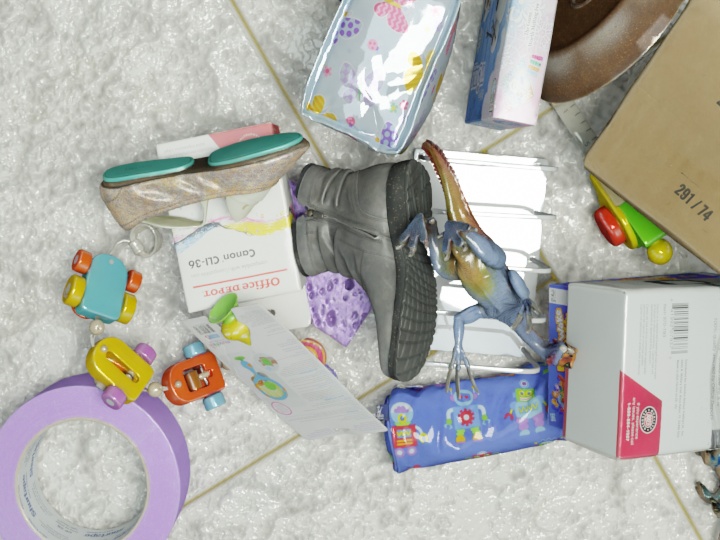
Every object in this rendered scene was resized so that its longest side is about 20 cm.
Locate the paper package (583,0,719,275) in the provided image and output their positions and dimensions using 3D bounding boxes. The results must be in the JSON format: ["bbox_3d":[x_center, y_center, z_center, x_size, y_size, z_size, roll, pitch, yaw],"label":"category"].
[{"bbox_3d":[0.323,-0.112,0.912,0.199,0.103,0.192,38,112,12],"label":"paper package"}]

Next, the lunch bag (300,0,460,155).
[{"bbox_3d":[0.028,-0.219,0.975,0.125,0.170,0.203,25,99,1],"label":"lunch bag"}]

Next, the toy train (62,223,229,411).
[{"bbox_3d":[-0.220,0.063,1.056,0.055,0.149,0.203,-26,89,47],"label":"toy train"}]

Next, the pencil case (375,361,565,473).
[{"bbox_3d":[0.115,0.145,1.060,0.196,0.078,0.089,-10,76,2],"label":"pencil case"}]

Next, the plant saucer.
[{"bbox_3d":[0.217,-0.246,0.955,0.036,0.200,0.202,32,96,-25],"label":"plant saucer"}]

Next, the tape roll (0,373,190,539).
[{"bbox_3d":[-0.276,0.211,1.075,0.196,0.066,0.205,0,97,0],"label":"tape roll"}]

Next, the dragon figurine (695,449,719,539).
[{"bbox_3d":[0.397,0.208,1.073,0.097,0.059,0.204,-10,95,2],"label":"dragon figurine"}]

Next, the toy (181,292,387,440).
[{"bbox_3d":[-0.067,0.089,1.017,0.200,0.114,0.048,45,51,-32],"label":"toy"}]

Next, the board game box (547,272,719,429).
[{"bbox_3d":[0.275,0.076,1.024,0.197,0.045,0.137,-3,96,-27],"label":"board game box"}]

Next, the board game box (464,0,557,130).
[{"bbox_3d":[0.141,-0.233,0.956,0.042,0.200,0.203,8,96,-2],"label":"board game box"}]

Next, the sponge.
[{"bbox_3d":[-0.066,-0.023,1.066,0.198,0.030,0.113,33,94,-2],"label":"sponge"}]

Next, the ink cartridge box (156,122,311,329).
[{"bbox_3d":[-0.118,-0.031,1.017,0.114,0.068,0.204,-11,95,2],"label":"ink cartridge box"}]

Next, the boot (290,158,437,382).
[{"bbox_3d":[0.000,0.000,0.964,0.129,0.069,0.204,-3,80,30],"label":"boot"}]

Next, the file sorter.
[{"bbox_3d":[0.114,-0.012,1.019,0.136,0.125,0.204,4,96,-1],"label":"file sorter"}]

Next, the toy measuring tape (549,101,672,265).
[{"bbox_3d":[0.249,-0.089,1.052,0.073,0.074,0.202,-32,73,4],"label":"toy measuring tape"}]

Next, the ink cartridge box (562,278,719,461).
[{"bbox_3d":[0.289,0.084,0.959,0.196,0.083,0.149,-1,94,-27],"label":"ink cartridge box"}]

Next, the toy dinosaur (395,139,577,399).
[{"bbox_3d":[0.125,0.007,0.912,0.180,0.104,0.204,30,62,-38],"label":"toy dinosaur"}]

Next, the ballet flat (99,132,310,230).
[{"bbox_3d":[-0.136,-0.076,0.956,0.196,0.068,0.068,-10,113,7],"label":"ballet flat"}]
